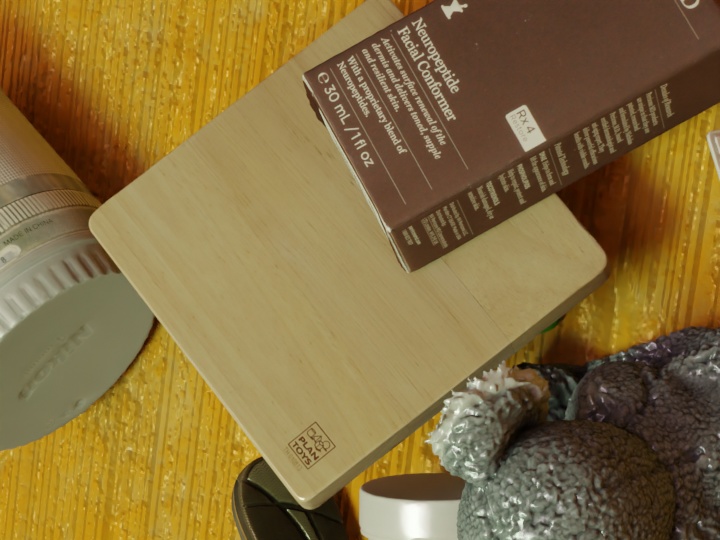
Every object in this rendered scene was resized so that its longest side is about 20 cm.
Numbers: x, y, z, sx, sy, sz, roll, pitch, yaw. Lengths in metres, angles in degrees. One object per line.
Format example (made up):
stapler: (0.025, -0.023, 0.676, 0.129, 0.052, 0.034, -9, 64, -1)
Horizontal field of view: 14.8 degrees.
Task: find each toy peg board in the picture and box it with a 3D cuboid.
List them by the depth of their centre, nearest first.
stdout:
toy peg board: (0.000, 0.000, 1.462, 0.199, 0.098, 0.200, -38, 68, -3)

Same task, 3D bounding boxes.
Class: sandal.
sandal: (-0.031, 0.204, 1.565, 0.055, 0.081, 0.201, -35, 74, 52)

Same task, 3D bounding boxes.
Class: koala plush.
koala plush: (0.118, 0.112, 1.360, 0.183, 0.200, 0.178, -28, 77, 36)

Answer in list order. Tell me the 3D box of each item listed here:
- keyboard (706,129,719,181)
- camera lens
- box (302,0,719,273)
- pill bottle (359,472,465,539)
keyboard: (0.219, 0.024, 1.365, 0.011, 0.056, 0.201, -24, 79, 49)
camera lens: (-0.236, -0.013, 1.648, 0.200, 0.160, 0.160, 47, 120, 25)
box: (0.083, -0.094, 1.386, 0.199, 0.075, 0.100, -29, 69, -1)
pill bottle: (0.042, 0.214, 1.484, 0.113, 0.113, 0.201, 4, 97, 37)
